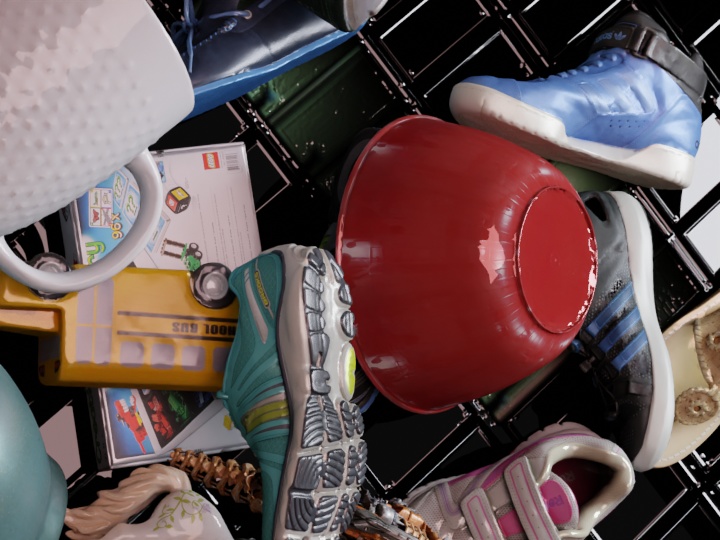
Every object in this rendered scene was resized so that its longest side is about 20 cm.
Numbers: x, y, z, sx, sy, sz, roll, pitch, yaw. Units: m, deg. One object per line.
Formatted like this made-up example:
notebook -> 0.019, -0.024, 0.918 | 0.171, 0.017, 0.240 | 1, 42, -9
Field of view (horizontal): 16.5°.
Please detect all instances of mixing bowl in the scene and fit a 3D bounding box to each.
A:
mixing bowl -> 0.085, -0.005, 1.624 | 0.200, 0.108, 0.201 | 1, 88, -52

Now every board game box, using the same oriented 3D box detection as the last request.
board game box -> -0.123, 0.022, 1.619 | 0.126, 0.035, 0.201 | -7, 86, -22

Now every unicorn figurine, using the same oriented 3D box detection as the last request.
unicorn figurine -> -0.088, 0.204, 1.532 | 0.137, 0.074, 0.200 | -33, 93, -27

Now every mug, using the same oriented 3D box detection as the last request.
mug -> -0.197, -0.079, 1.465 | 0.175, 0.148, 0.200 | -39, 111, -15

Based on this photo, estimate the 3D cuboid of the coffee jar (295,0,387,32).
coffee jar -> -0.065, -0.245, 1.608 | 0.200, 0.104, 0.085 | 34, 75, 13

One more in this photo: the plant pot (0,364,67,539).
plant pot -> -0.260, 0.134, 1.472 | 0.134, 0.200, 0.201 | 36, 70, -32

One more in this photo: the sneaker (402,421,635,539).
sneaker -> 0.101, 0.160, 1.664 | 0.200, 0.088, 0.082 | -32, 95, -23

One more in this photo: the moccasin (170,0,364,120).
moccasin -> -0.088, -0.152, 1.645 | 0.200, 0.080, 0.068 | -28, 89, -38

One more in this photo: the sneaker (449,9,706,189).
sneaker -> 0.156, -0.133, 1.732 | 0.199, 0.077, 0.112 | 15, 83, -25

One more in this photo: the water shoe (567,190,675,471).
water shoe -> 0.164, 0.043, 1.720 | 0.079, 0.072, 0.201 | 0, 71, -17

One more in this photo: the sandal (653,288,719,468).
sandal -> 0.268, 0.051, 1.759 | 0.078, 0.070, 0.212 | 48, 68, -10

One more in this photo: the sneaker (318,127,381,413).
sneaker -> 0.000, 0.000, 1.642 | 0.071, 0.083, 0.200 | 11, 76, 14

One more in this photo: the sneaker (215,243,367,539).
sneaker -> -0.045, 0.085, 1.517 | 0.077, 0.079, 0.201 | 17, 69, -56

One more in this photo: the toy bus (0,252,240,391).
toy bus -> -0.138, 0.034, 1.557 | 0.199, 0.065, 0.079 | 3, 83, -22

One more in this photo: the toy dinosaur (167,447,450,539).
toy dinosaur -> -0.021, 0.156, 1.583 | 0.200, 0.136, 0.102 | 45, 73, -1
